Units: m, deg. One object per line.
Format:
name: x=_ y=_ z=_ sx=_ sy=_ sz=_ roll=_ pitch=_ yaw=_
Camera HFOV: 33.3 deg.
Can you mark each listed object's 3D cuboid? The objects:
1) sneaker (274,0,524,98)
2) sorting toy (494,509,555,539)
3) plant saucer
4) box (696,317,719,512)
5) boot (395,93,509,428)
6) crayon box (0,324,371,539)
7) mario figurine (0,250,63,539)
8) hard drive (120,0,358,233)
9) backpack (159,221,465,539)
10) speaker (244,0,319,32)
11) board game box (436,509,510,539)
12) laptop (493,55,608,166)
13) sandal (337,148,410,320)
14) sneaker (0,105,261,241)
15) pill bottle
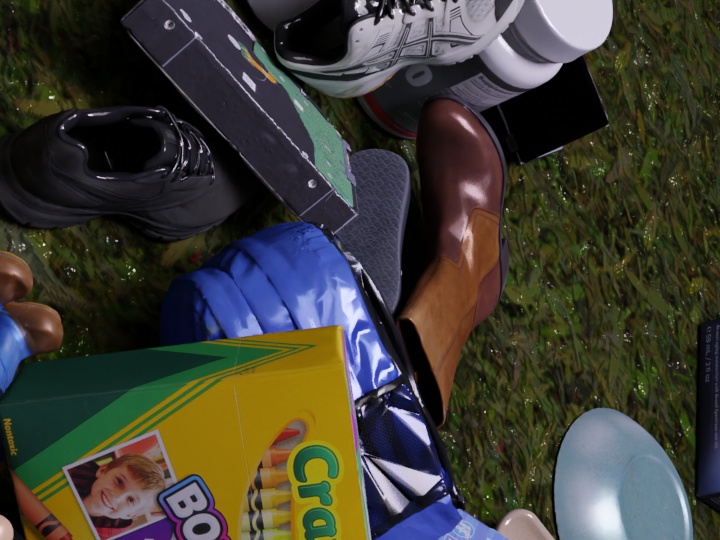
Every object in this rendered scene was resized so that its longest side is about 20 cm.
sneaker: x=0.026 y=-0.182 z=0.859 sx=0.087 sy=0.198 sz=0.077 roll=12 pitch=58 yaw=-57
sorting toy: x=0.126 y=0.316 z=0.917 sx=0.186 sy=0.036 sz=0.201 roll=51 pitch=50 yaw=-18
plant saucer: x=0.248 y=0.219 z=1.074 sx=0.200 sy=0.038 sz=0.204 roll=21 pitch=60 yaw=-40
box: x=0.448 y=0.135 z=1.195 sx=0.123 sy=0.197 sz=0.202 roll=32 pitch=53 yaw=-33
boot: x=0.054 y=-0.012 z=0.907 sx=0.200 sy=0.068 sz=0.191 roll=-55 pitch=145 yaw=-53
crayon box: x=-0.080 y=0.141 z=0.628 sx=0.058 sy=0.170 sz=0.203 roll=-90 pitch=173 yaw=-71
mario figurine: x=-0.195 y=0.095 z=0.622 sx=0.123 sy=0.105 sz=0.202 roll=35 pitch=51 yaw=-33
hard drive: x=-0.079 y=-0.124 z=0.833 sx=0.200 sy=0.038 sz=0.140 roll=46 pitch=16 yaw=-22
backpack: x=-0.049 y=0.081 z=0.729 sx=0.166 sy=0.162 sz=0.202 roll=-23 pitch=97 yaw=-23
speaker: x=0.000 y=-0.252 z=0.885 sx=0.081 sy=0.199 sz=0.082 roll=26 pitch=51 yaw=-38
board game box: x=0.070 y=0.280 z=0.801 sx=0.199 sy=0.043 sz=0.201 roll=35 pitch=80 yaw=-29
laptop: x=0.161 y=-0.203 z=1.068 sx=0.199 sy=0.115 sz=0.190 roll=-23 pitch=92 yaw=-61
sandal: x=0.001 y=0.000 z=0.890 sx=0.043 sy=0.075 sz=0.202 roll=82 pitch=22 yaw=-54
sneaker: x=-0.130 y=-0.066 z=0.764 sx=0.199 sy=0.090 sz=0.077 roll=-8 pitch=77 yaw=-48
pill bottle: x=0.091 y=-0.186 z=0.949 sx=0.113 sy=0.199 sz=0.116 roll=13 pitch=69 yaw=-37
